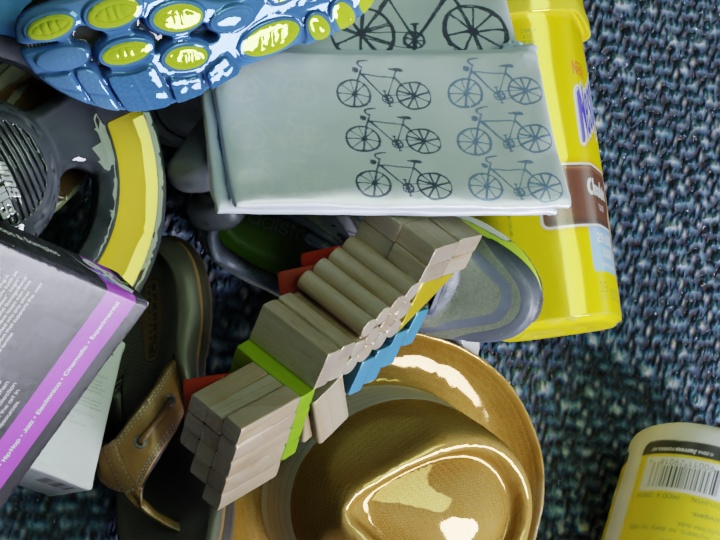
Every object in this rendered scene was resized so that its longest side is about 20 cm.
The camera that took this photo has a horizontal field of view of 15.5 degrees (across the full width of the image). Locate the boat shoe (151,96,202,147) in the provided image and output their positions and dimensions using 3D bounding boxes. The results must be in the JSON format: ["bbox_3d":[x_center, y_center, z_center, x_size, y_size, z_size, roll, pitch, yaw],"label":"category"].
[{"bbox_3d":[-0.052,-0.150,1.478,0.074,0.067,0.200,38,61,-23],"label":"boat shoe"}]

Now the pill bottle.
[{"bbox_3d":[0.186,0.199,1.544,0.111,0.111,0.200,32,64,-26],"label":"pill bottle"}]

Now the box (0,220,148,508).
[{"bbox_3d":[-0.207,0.037,1.220,0.143,0.036,0.200,-53,143,7],"label":"box"}]

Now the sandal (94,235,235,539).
[{"bbox_3d":[-0.111,0.075,1.376,0.055,0.082,0.200,13,69,-45],"label":"sandal"}]

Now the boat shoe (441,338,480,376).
[{"bbox_3d":[0.023,-0.037,1.509,0.066,0.072,0.200,-32,93,-36],"label":"boat shoe"}]

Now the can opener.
[{"bbox_3d":[-0.028,-0.100,1.412,0.200,0.067,0.053,-58,135,-39],"label":"can opener"}]

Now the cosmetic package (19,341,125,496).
[{"bbox_3d":[-0.221,0.045,1.325,0.200,0.051,0.083,23,70,-29],"label":"cosmetic package"}]

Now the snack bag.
[{"bbox_3d":[0.005,-0.113,1.393,0.189,0.021,0.200,0,57,-15],"label":"snack bag"}]

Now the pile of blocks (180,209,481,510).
[{"bbox_3d":[-0.026,0.034,1.362,0.062,0.082,0.200,37,65,23],"label":"pile of blocks"}]

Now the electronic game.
[{"bbox_3d":[-0.185,-0.046,1.307,0.200,0.042,0.200,5,81,-33],"label":"electronic game"}]

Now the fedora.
[{"bbox_3d":[0.027,0.127,1.439,0.201,0.082,0.201,-3,96,-27],"label":"fedora"}]

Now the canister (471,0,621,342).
[{"bbox_3d":[0.098,-0.063,1.524,0.087,0.149,0.200,-8,85,8],"label":"canister"}]

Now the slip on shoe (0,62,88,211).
[{"bbox_3d":[-0.168,-0.088,1.387,0.076,0.061,0.200,44,65,-22],"label":"slip on shoe"}]

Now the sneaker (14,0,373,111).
[{"bbox_3d":[-0.085,-0.138,1.344,0.200,0.083,0.071,-21,129,-25],"label":"sneaker"}]

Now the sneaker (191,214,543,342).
[{"bbox_3d":[0.000,0.000,1.426,0.200,0.081,0.074,14,109,2],"label":"sneaker"}]
